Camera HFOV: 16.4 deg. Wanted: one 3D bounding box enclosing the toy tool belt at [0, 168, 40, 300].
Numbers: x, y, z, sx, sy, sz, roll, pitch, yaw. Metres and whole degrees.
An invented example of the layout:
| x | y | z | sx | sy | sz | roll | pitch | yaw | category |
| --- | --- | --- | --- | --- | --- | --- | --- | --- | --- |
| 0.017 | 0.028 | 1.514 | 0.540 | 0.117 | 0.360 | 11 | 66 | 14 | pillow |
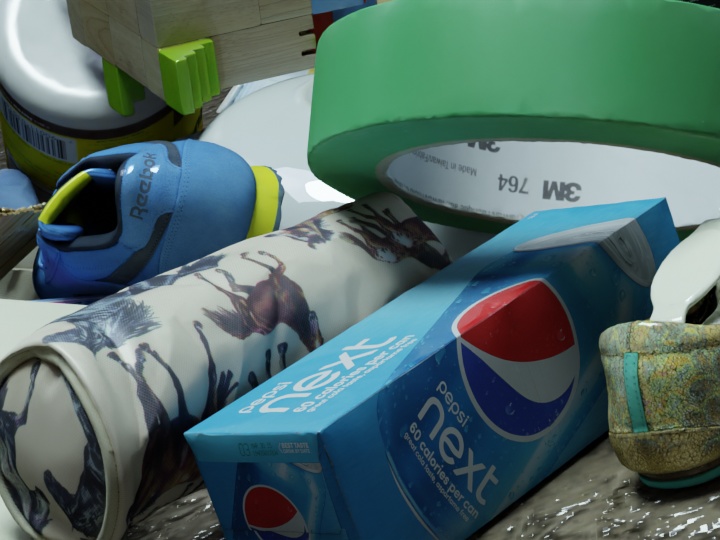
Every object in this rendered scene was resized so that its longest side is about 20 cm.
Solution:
| x | y | z | sx | sy | sz | roll | pitch | yaw | category |
| --- | --- | --- | --- | --- | --- | --- | --- | --- | --- |
| -0.204 | -0.011 | 1.281 | 0.125 | 0.123 | 0.200 | -18 | 13 | 7 | toy tool belt |

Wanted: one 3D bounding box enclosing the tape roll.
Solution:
| x | y | z | sx | sy | sz | roll | pitch | yaw | category |
| --- | --- | --- | --- | --- | --- | --- | --- | --- | --- |
| 0.081 | -0.053 | 0.927 | 0.200 | 0.048 | 0.200 | 4 | -11 | 1 | tape roll |

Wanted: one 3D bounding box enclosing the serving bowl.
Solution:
| x | y | z | sx | sy | sz | roll | pitch | yaw | category |
| --- | --- | --- | --- | --- | --- | --- | --- | --- | --- |
| 0.015 | -0.046 | 1.095 | 0.200 | 0.066 | 0.200 | 1 | 24 | 0 | serving bowl |

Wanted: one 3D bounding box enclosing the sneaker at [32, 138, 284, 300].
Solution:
| x | y | z | sx | sy | sz | roll | pitch | yaw | category |
| --- | --- | --- | --- | --- | --- | --- | --- | --- | --- |
| -0.108 | -0.021 | 1.040 | 0.078 | 0.066 | 0.200 | 16 | -13 | -25 | sneaker |

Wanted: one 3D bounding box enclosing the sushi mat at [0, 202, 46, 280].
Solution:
| x | y | z | sx | sy | sz | roll | pitch | yaw | category |
| --- | --- | --- | --- | --- | --- | --- | --- | --- | --- |
| -0.215 | 0.037 | 1.117 | 0.200 | 0.012 | 0.096 | -44 | -11 | 13 | sushi mat |

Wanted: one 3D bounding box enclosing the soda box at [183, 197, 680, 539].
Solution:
| x | y | z | sx | sy | sz | roll | pitch | yaw | category |
| --- | --- | --- | --- | --- | --- | --- | --- | --- | --- |
| 0.037 | 0.041 | 0.869 | 0.068 | 0.064 | 0.200 | -6 | 20 | 45 | soda box |

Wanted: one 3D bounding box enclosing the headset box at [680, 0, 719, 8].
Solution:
| x | y | z | sx | sy | sz | roll | pitch | yaw | category |
| --- | --- | --- | --- | --- | --- | --- | --- | --- | --- |
| 0.127 | -0.161 | 1.117 | 0.093 | 0.200 | 0.174 | -12 | 52 | 18 | headset box |

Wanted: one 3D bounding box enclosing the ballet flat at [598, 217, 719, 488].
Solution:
| x | y | z | sx | sy | sz | roll | pitch | yaw | category |
| --- | --- | --- | --- | --- | --- | --- | --- | --- | --- |
| 0.138 | 0.006 | 0.863 | 0.071 | 0.071 | 0.200 | -10 | 16 | 35 | ballet flat |

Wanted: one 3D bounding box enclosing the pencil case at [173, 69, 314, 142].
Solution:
| x | y | z | sx | sy | sz | roll | pitch | yaw | category |
| --- | --- | --- | --- | --- | --- | --- | --- | --- | --- |
| -0.050 | -0.050 | 1.298 | 0.083 | 0.091 | 0.200 | -15 | 15 | 15 | pencil case |

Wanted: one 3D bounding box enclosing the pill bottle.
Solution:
| x | y | z | sx | sy | sz | roll | pitch | yaw | category |
| --- | --- | --- | --- | --- | --- | --- | --- | --- | --- |
| -0.139 | -0.080 | 1.343 | 0.109 | 0.109 | 0.200 | -23 | -23 | -14 | pill bottle |

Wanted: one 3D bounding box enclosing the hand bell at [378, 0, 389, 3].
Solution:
| x | y | z | sx | sy | sz | roll | pitch | yaw | category |
| --- | --- | --- | --- | --- | --- | --- | --- | --- | --- |
| 0.058 | -0.125 | 1.349 | 0.200 | 0.104 | 0.104 | 26 | 30 | 14 | hand bell |

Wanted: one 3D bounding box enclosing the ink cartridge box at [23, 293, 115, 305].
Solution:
| x | y | z | sx | sy | sz | roll | pitch | yaw | category |
| --- | --- | --- | --- | --- | --- | --- | --- | --- | --- |
| -0.192 | 0.084 | 0.999 | 0.136 | 0.076 | 0.200 | -6 | 20 | 44 | ink cartridge box |

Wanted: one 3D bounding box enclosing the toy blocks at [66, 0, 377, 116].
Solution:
| x | y | z | sx | sy | sz | roll | pitch | yaw | category |
| --- | --- | --- | --- | --- | --- | --- | --- | --- | --- |
| -0.056 | -0.135 | 1.186 | 0.137 | 0.100 | 0.200 | -14 | 21 | -18 | toy blocks |

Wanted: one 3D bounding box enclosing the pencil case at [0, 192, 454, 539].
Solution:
| x | y | z | sx | sy | sz | roll | pitch | yaw | category |
| --- | --- | --- | --- | --- | --- | --- | --- | --- | --- |
| -0.046 | 0.039 | 0.891 | 0.078 | 0.090 | 0.200 | -1 | 16 | 44 | pencil case |

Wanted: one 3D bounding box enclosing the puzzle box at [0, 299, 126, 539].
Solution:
| x | y | z | sx | sy | sz | roll | pitch | yaw | category |
| --- | --- | --- | --- | --- | --- | --- | --- | --- | --- |
| -0.187 | 0.057 | 0.903 | 0.200 | 0.025 | 0.133 | 5 | 40 | -12 | puzzle box |
